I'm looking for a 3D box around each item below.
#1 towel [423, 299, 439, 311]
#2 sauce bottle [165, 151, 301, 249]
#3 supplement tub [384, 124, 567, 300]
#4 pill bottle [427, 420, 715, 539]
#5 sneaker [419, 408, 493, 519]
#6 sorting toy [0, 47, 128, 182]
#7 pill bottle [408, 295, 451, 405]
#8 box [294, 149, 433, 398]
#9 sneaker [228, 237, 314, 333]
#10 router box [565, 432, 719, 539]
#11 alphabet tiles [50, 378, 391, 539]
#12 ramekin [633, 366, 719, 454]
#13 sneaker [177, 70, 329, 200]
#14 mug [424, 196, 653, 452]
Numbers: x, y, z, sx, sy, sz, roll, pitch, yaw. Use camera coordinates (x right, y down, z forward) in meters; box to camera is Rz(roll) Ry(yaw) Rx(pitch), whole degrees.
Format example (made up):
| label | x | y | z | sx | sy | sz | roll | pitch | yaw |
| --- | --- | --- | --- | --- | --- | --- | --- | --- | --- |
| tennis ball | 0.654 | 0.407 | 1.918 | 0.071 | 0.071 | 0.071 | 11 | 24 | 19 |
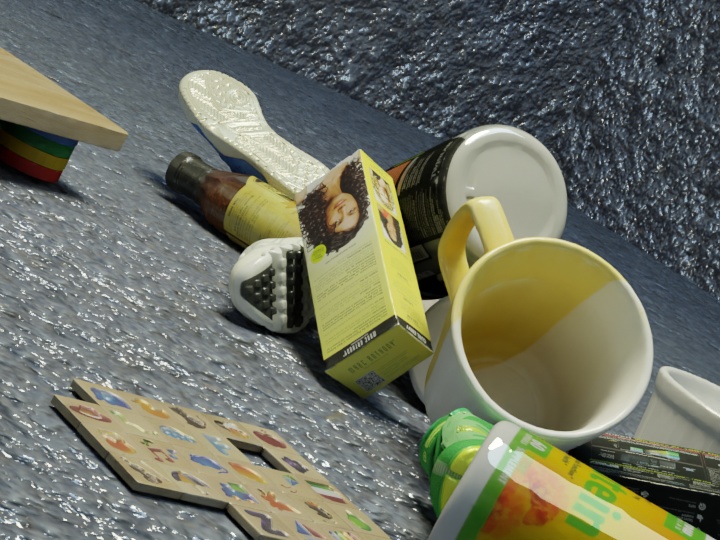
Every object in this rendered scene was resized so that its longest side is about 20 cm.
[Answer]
| label | x | y | z | sx | sy | sz | roll | pitch | yaw |
| --- | --- | --- | --- | --- | --- | --- | --- | --- | --- |
| towel | 0.057 | 0.043 | 1.865 | 0.199 | 0.035 | 0.133 | 29 | 8 | 5 |
| sauce bottle | -0.102 | -0.054 | 1.832 | 0.200 | 0.066 | 0.066 | 33 | 10 | 30 |
| supplement tub | 0.076 | -0.043 | 1.638 | 0.122 | 0.123 | 0.200 | 25 | -18 | -20 |
| pill bottle | 0.137 | 0.179 | 1.089 | 0.199 | 0.112 | 0.111 | 29 | 9 | 8 |
| sneaker | 0.069 | 0.135 | 1.274 | 0.083 | 0.074 | 0.200 | 33 | 0 | 15 |
| sorting toy | -0.332 | -0.145 | 1.639 | 0.198 | 0.070 | 0.200 | 33 | 10 | 29 |
| pill bottle | 0.116 | 0.069 | 1.642 | 0.113 | 0.114 | 0.200 | 30 | 10 | 13 |
| box | 0.000 | 0.000 | 1.541 | 0.050 | 0.075 | 0.201 | 38 | 26 | -39 |
| sneaker | -0.071 | 0.007 | 1.614 | 0.081 | 0.076 | 0.200 | 6 | 7 | 19 |
| router box | 0.243 | 0.174 | 1.428 | 0.199 | 0.063 | 0.150 | 11 | 8 | 6 |
| alphabet tiles | -0.078 | 0.117 | 1.132 | 0.199 | 0.008 | 0.167 | 19 | 13 | -43 |
| ramekin | 0.332 | 0.176 | 1.740 | 0.200 | 0.098 | 0.201 | 28 | 9 | -5 |
| sneaker | -0.112 | -0.101 | 1.919 | 0.200 | 0.112 | 0.077 | 40 | 52 | 17 |
| mug | 0.119 | 0.059 | 1.424 | 0.148 | 0.188 | 0.153 | 16 | -27 | -8 |
